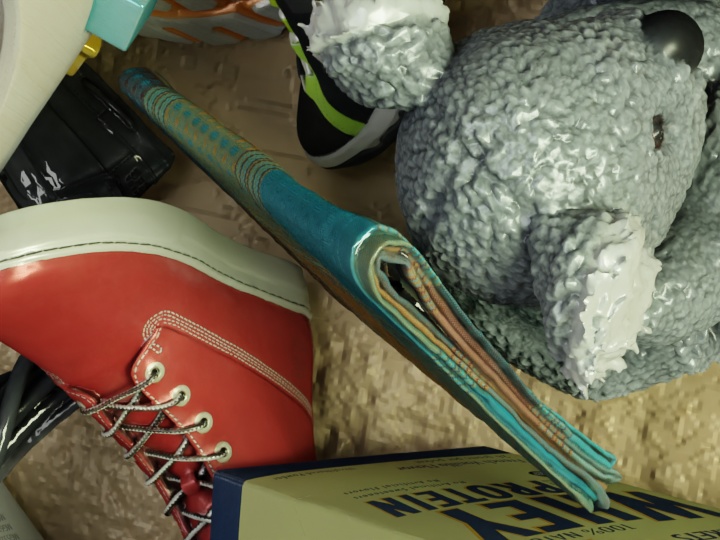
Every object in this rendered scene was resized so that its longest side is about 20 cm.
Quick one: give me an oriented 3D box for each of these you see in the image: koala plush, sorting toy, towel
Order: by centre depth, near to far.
[{"bbox_3d":[0.073,-0.033,0.876,0.184,0.200,0.178,-42,76,20],"label":"koala plush"},{"bbox_3d":[0.000,0.000,0.902,0.022,0.147,0.200,-47,35,-3],"label":"towel"},{"bbox_3d":[-0.136,-0.102,0.952,0.181,0.107,0.200,-64,30,6],"label":"sorting toy"}]

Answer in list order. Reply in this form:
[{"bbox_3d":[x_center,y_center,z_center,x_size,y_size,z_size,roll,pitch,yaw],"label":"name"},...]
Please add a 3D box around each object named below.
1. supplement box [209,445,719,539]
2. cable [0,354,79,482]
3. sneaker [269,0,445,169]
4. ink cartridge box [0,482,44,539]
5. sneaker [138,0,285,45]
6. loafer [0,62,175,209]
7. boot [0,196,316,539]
[{"bbox_3d":[0.053,0.178,0.890,0.199,0.134,0.201,12,101,50],"label":"supplement box"},{"bbox_3d":[-0.099,0.118,0.998,0.163,0.051,0.201,31,68,-3],"label":"cable"},{"bbox_3d":[-0.011,-0.117,0.934,0.200,0.082,0.072,110,157,-48],"label":"sneaker"},{"bbox_3d":[-0.215,0.178,1.083,0.200,0.084,0.176,-44,76,19],"label":"ink cartridge box"},{"bbox_3d":[-0.023,-0.158,0.990,0.200,0.078,0.078,-34,59,22],"label":"sneaker"},{"bbox_3d":[-0.148,-0.102,1.054,0.070,0.068,0.201,-32,73,-8],"label":"loafer"},{"bbox_3d":[-0.073,0.058,0.932,0.072,0.200,0.145,-19,70,28],"label":"boot"}]
